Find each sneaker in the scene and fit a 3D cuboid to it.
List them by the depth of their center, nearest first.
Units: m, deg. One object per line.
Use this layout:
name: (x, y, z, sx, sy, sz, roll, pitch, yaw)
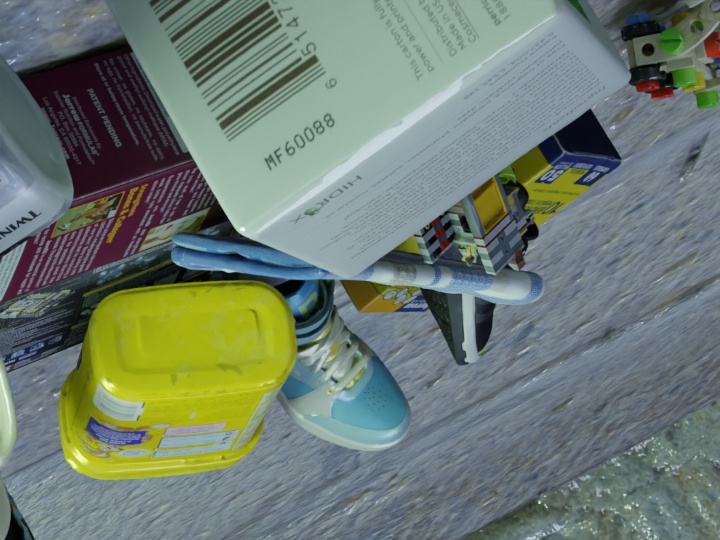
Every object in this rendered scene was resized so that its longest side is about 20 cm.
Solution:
sneaker: (0.088, -0.003, 1.589, 0.082, 0.072, 0.200, -21, 151, -9)
sneaker: (-0.031, 0.052, 1.665, 0.080, 0.200, 0.131, -52, -174, -20)

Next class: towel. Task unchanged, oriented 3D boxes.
towel: (0.000, 0.000, 1.404, 0.199, 0.024, 0.146, 4, -177, -45)

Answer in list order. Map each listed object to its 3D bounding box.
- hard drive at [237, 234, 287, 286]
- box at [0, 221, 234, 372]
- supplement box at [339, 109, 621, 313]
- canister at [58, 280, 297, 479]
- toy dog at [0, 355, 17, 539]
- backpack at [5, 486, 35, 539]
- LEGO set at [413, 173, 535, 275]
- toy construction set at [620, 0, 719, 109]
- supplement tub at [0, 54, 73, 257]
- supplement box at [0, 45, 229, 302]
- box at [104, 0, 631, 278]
hard drive: (0.004, -0.064, 1.546, 0.199, 0.042, 0.135, -26, -156, 34)
box: (-0.183, 0.000, 1.541, 0.199, 0.049, 0.161, -22, 164, -25)
supplement box: (0.069, -0.068, 1.674, 0.200, 0.110, 0.109, -38, 162, 24)
canister: (-0.128, 0.076, 1.589, 0.147, 0.087, 0.200, -4, 162, -14)
toy dog: (-0.298, 0.121, 1.484, 0.139, 0.195, 0.200, -38, -159, -22)
backpack: (-0.304, 0.220, 1.703, 0.134, 0.201, 0.183, -28, 164, -8)
LEGO set: (0.050, -0.072, 1.362, 0.199, 0.116, 0.154, 3, -142, 38)
toy construction set: (0.269, -0.176, 1.736, 0.130, 0.093, 0.200, -9, 161, 17)
supplement tub: (-0.258, -0.031, 1.187, 0.199, 0.123, 0.122, -33, 163, 7)
supplement box: (-0.160, -0.060, 1.337, 0.199, 0.086, 0.110, -21, 162, -29)
box: (-0.002, -0.137, 1.187, 0.199, 0.200, 0.171, -34, 164, 10)
